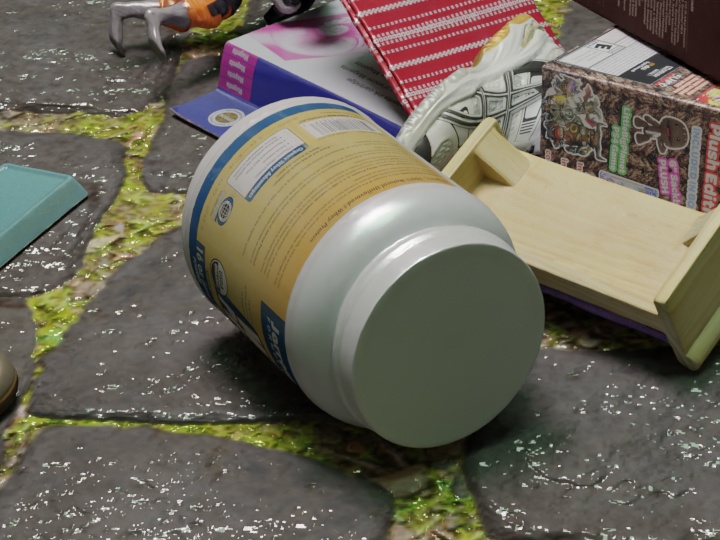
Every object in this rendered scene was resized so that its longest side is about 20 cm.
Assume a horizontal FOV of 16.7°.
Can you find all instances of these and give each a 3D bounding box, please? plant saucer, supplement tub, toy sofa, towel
[{"bbox_3d":[-0.257,-0.017,1.574,0.070,0.019,0.200,11,34,25],"label":"plant saucer"},{"bbox_3d":[0.000,0.000,1.384,0.144,0.145,0.200,-18,33,-23],"label":"supplement tub"},{"bbox_3d":[0.139,-0.009,1.464,0.199,0.098,0.083,22,64,37],"label":"toy sofa"},{"bbox_3d":[0.064,-0.158,1.656,0.144,0.022,0.201,-20,72,-32],"label":"towel"}]

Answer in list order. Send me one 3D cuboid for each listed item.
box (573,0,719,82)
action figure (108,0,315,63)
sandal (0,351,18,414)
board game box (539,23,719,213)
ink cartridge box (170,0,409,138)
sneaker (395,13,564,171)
[{"bbox_3d":[0.219,-0.186,1.551,0.100,0.075,0.200,-12,26,-23],"label":"box"},{"bbox_3d":[-0.083,-0.223,1.773,0.193,0.105,0.200,-33,5,-15],"label":"action figure"},{"bbox_3d":[-0.270,0.084,1.364,0.080,0.054,0.200,16,36,31],"label":"sandal"},{"bbox_3d":[0.236,-0.088,1.540,0.199,0.097,0.159,18,31,33],"label":"board game box"},{"bbox_3d":[0.001,-0.131,1.714,0.199,0.044,0.196,-25,36,-34],"label":"ink cartridge box"},{"bbox_3d":[0.083,-0.086,1.562,0.088,0.076,0.200,43,53,3],"label":"sneaker"}]
